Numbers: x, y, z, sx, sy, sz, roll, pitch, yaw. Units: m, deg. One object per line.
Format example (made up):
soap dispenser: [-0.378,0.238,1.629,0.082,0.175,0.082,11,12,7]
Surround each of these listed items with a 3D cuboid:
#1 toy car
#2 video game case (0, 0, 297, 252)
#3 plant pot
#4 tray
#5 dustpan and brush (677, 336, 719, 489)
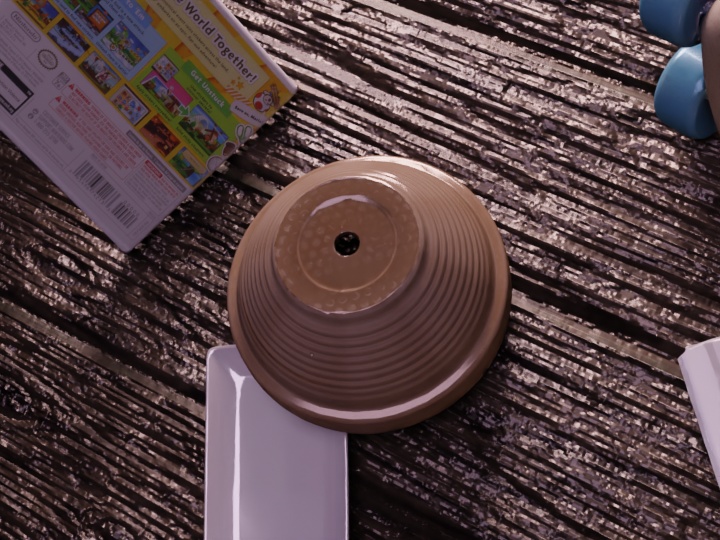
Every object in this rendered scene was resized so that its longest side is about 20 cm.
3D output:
toy car: [0.310,-0.158,0.835,0.200,0.177,0.184,-45,54,-13]
video game case: [-0.176,-0.144,0.985,0.182,0.023,0.200,-43,111,1]
plant pot: [0.000,0.000,0.902,0.198,0.093,0.203,-4,65,9]
tray: [-0.056,0.148,0.930,0.106,0.022,0.202,-6,72,15]
dustpan and brush: [0.313,0.084,0.820,0.198,0.057,0.141,-21,69,18]
